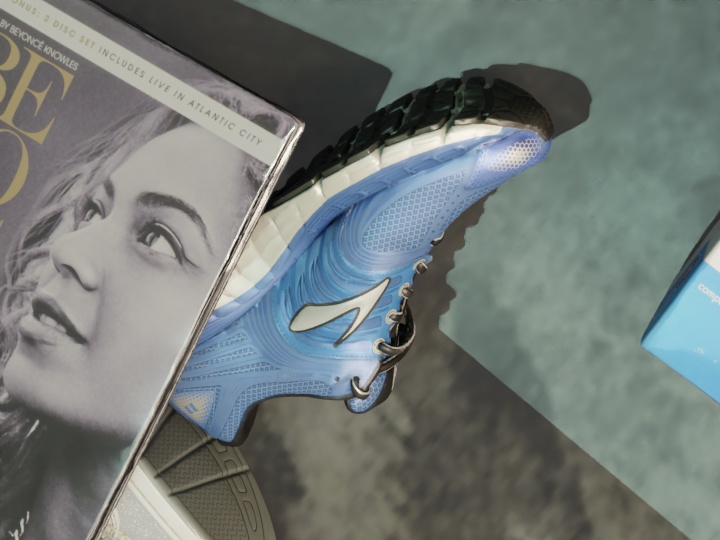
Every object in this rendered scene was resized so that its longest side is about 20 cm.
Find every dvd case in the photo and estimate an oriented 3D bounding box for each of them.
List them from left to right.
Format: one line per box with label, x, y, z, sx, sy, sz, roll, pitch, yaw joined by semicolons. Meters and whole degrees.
dvd case;-0.126;-0.003;0.990;0.148;0.016;0.200;31;100;19

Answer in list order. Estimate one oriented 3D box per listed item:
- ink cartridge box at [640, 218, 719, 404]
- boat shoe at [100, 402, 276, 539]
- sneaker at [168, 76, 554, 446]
ink cartridge box;0.190;-0.043;0.914;0.068;0.116;0.200;36;108;4
boat shoe;-0.115;0.063;1.037;0.202;0.074;0.065;44;114;6
sneaker;0.000;0.000;0.999;0.200;0.079;0.089;-36;98;26
